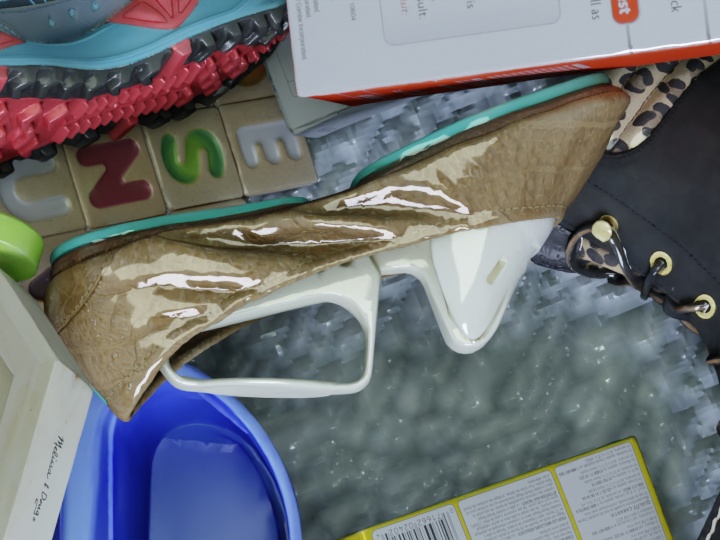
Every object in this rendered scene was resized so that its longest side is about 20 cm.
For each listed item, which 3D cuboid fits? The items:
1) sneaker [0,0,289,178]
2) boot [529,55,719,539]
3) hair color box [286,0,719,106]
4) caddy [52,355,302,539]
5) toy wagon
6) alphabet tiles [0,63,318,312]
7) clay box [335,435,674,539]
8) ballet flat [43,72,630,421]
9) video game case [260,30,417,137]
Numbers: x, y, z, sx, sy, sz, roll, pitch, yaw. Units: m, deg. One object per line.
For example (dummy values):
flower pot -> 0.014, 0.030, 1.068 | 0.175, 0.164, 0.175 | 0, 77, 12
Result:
sneaker -> -0.117, -0.084, 0.928 | 0.079, 0.200, 0.096 | -44, 72, 42
boot -> 0.117, 0.019, 0.957 | 0.150, 0.073, 0.200 | 29, 85, 26
hair color box -> 0.076, -0.119, 0.923 | 0.199, 0.064, 0.111 | -6, 90, 18
caddy -> -0.088, 0.124, 0.959 | 0.141, 0.105, 0.201 | -1, 84, 1
toy wagon -> -0.177, 0.058, 0.904 | 0.199, 0.040, 0.156 | -2, 60, 30
alphabet tiles -> -0.098, -0.079, 0.979 | 0.167, 0.008, 0.201 | -12, 82, -39
clay box -> 0.071, 0.167, 0.955 | 0.115, 0.048, 0.201 | -16, 83, -30
ballet flat -> 0.000, 0.000, 0.927 | 0.199, 0.068, 0.073 | -18, 79, -8
video game case -> 0.027, -0.171, 0.990 | 0.181, 0.045, 0.201 | -22, 87, 17
